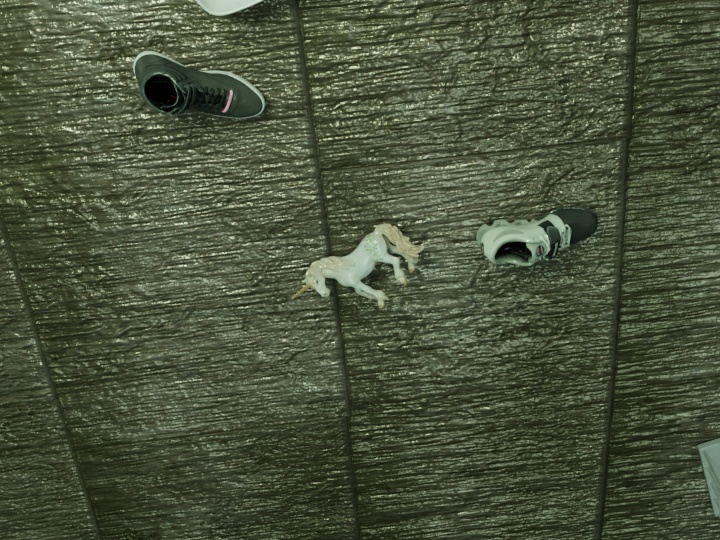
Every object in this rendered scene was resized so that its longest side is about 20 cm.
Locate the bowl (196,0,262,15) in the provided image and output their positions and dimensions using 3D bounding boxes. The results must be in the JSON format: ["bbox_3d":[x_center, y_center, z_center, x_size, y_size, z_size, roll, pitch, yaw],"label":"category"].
[{"bbox_3d":[-0.164,-0.461,1.406,0.198,0.075,0.201,-24,122,9],"label":"bowl"}]

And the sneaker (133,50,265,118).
[{"bbox_3d":[-0.231,-0.247,1.525,0.198,0.100,0.071,17,119,-17],"label":"sneaker"}]

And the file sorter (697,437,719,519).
[{"bbox_3d":[0.751,0.424,2.047,0.137,0.125,0.201,-20,123,7],"label":"file sorter"}]

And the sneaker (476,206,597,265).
[{"bbox_3d":[0.293,-0.045,1.718,0.198,0.089,0.075,-13,122,1],"label":"sneaker"}]

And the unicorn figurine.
[{"bbox_3d":[0.000,0.000,1.735,0.137,0.074,0.200,38,98,-16],"label":"unicorn figurine"}]
